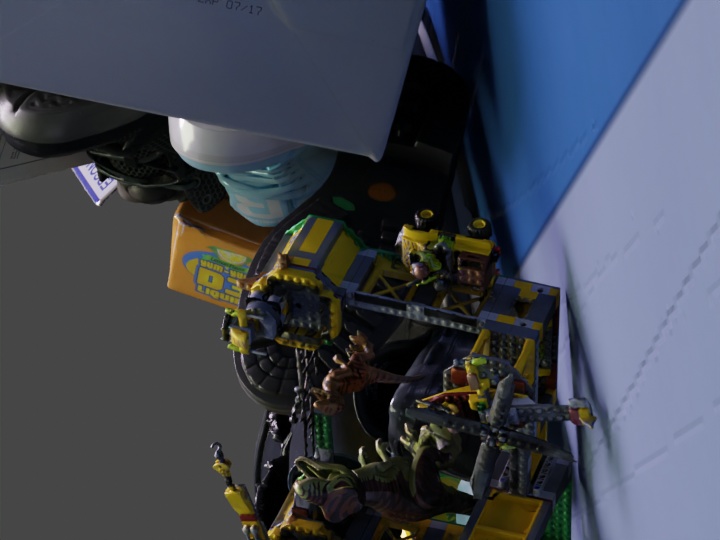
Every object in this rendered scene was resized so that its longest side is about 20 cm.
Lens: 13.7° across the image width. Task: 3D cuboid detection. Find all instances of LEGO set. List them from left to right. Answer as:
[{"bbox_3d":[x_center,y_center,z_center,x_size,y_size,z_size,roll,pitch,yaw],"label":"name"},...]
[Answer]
[{"bbox_3d":[0.010,0.086,1.167,0.116,0.153,0.200,-60,-17,-48],"label":"LEGO set"}]

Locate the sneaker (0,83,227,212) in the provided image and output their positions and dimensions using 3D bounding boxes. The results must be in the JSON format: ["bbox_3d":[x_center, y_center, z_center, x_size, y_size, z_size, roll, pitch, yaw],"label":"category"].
[{"bbox_3d":[-0.106,-0.067,1.424,0.199,0.076,0.115,-41,-39,-60],"label":"sneaker"}]

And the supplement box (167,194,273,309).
[{"bbox_3d":[-0.043,-0.070,1.631,0.069,0.066,0.200,107,-175,-50],"label":"supplement box"}]

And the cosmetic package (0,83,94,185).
[{"bbox_3d":[-0.170,-0.103,1.445,0.200,0.071,0.106,-18,-49,-65],"label":"cosmetic package"}]

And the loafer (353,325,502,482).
[{"bbox_3d":[0.032,0.052,1.323,0.201,0.070,0.068,-141,70,-83],"label":"loafer"}]

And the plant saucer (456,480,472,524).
[{"bbox_3d":[0.073,0.166,1.362,0.200,0.036,0.201,170,90,-87],"label":"plant saucer"}]

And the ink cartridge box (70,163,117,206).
[{"bbox_3d":[-0.081,-0.124,1.618,0.043,0.200,0.196,44,-177,-28],"label":"ink cartridge box"}]

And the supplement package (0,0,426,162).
[{"bbox_3d":[-0.075,-0.166,1.314,0.200,0.191,0.148,-108,32,-65],"label":"supplement package"}]

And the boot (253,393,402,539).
[{"bbox_3d":[-0.019,0.127,1.556,0.168,0.076,0.201,-91,2,-53],"label":"boot"}]

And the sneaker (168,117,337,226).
[{"bbox_3d":[-0.039,-0.055,1.399,0.200,0.074,0.082,-33,-50,-69],"label":"sneaker"}]

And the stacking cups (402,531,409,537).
[{"bbox_3d":[0.051,0.224,1.662,0.061,0.060,0.201,86,174,-57],"label":"stacking cups"}]

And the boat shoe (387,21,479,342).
[{"bbox_3d":[0.019,-0.051,1.468,0.067,0.057,0.201,85,174,-55],"label":"boat shoe"}]

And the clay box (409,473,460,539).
[{"bbox_3d":[0.041,0.089,1.525,0.200,0.047,0.115,-131,32,-87],"label":"clay box"}]

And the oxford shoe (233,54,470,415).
[{"bbox_3d":[0.000,0.000,1.334,0.085,0.072,0.200,97,-162,-48],"label":"oxford shoe"}]
